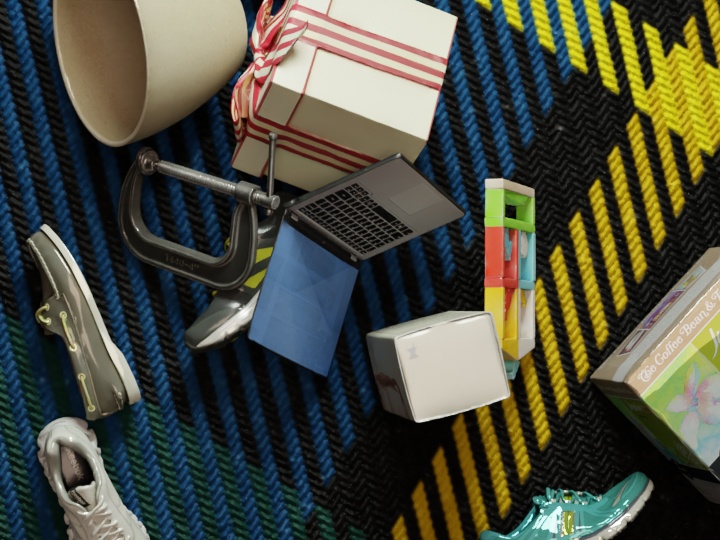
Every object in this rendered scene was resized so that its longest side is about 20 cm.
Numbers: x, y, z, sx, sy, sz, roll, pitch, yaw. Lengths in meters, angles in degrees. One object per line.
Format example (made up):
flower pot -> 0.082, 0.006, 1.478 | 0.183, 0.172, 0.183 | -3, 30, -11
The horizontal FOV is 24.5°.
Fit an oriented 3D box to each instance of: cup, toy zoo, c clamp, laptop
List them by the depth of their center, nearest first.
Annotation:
laptop -> 0.000, 0.000, 1.638 | 0.199, 0.187, 0.116 | -23, 67, 16
cup -> -0.197, -0.233, 1.646 | 0.143, 0.200, 0.202 | -14, 90, -32
c clamp -> -0.161, -0.069, 1.650 | 0.199, 0.027, 0.172 | 12, 112, 29
toy zoo -> 0.154, 0.011, 1.709 | 0.020, 0.131, 0.201 | -1, 87, 20

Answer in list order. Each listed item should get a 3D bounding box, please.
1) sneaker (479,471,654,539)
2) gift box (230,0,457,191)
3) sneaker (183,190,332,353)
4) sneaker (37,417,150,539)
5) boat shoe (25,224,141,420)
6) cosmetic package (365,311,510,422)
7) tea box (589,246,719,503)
sneaker -> 0.217, 0.261, 1.738 | 0.199, 0.078, 0.080 | -28, 84, -8
gift box -> -0.022, -0.195, 1.636 | 0.186, 0.200, 0.185 | 19, 54, -8
sneaker -> -0.116, 0.001, 1.702 | 0.085, 0.074, 0.200 | 45, 74, 1
sneaker -> -0.265, 0.244, 1.662 | 0.075, 0.081, 0.201 | -29, 94, -10
boat shoe -> -0.289, 0.053, 1.667 | 0.060, 0.072, 0.203 | -27, 96, -13
cosmetic package -> 0.074, 0.093, 1.655 | 0.103, 0.200, 0.088 | -14, 90, -6
tea box -> 0.386, 0.110, 1.735 | 0.197, 0.134, 0.200 | 44, 83, -4
